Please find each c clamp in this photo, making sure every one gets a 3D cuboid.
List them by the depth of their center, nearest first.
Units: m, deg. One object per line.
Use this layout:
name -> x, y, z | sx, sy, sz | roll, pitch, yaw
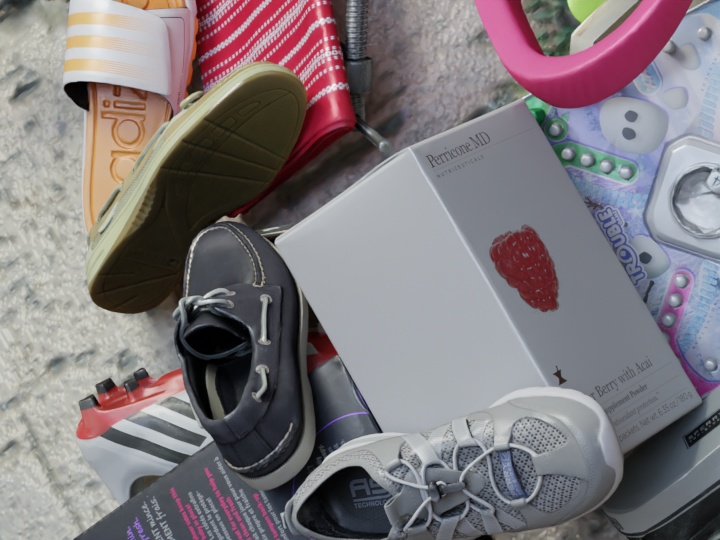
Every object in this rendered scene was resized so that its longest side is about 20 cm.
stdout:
c clamp -> -0.008, -0.181, 1.641 | 0.171, 0.027, 0.200 | -153, 61, -66

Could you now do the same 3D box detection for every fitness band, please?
fitness band -> 0.132, -0.173, 1.551 | 0.144, 0.037, 0.200 | -38, 34, 14

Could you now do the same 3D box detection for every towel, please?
towel -> -0.063, -0.147, 1.681 | 0.145, 0.022, 0.200 | -36, 60, 49

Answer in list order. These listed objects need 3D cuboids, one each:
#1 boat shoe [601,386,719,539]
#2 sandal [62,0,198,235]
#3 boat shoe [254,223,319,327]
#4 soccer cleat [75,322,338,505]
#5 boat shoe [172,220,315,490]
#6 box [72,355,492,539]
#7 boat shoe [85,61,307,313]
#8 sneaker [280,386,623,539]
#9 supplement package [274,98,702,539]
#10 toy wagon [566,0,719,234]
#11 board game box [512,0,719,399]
boat shoe -> 0.228, 0.093, 1.507 | 0.200, 0.064, 0.071 | -35, 26, 19
sandal -> -0.147, -0.107, 1.703 | 0.079, 0.059, 0.207 | 1, 94, 14
boat shoe -> 0.000, 0.000, 1.631 | 0.200, 0.065, 0.072 | -2, 77, 24
soccer cleat -> -0.078, 0.088, 1.644 | 0.200, 0.069, 0.085 | -17, 103, 21
boat shoe -> -0.072, 0.034, 1.559 | 0.073, 0.063, 0.200 | -31, 42, 16
box -> -0.044, 0.160, 1.588 | 0.200, 0.106, 0.122 | -35, 64, 13
boat shoe -> -0.105, -0.060, 1.649 | 0.201, 0.073, 0.063 | -53, 37, 32
sneaker -> 0.048, 0.116, 1.426 | 0.200, 0.082, 0.075 | -19, 95, 38
supplement package -> 0.071, 0.028, 1.511 | 0.120, 0.121, 0.200 | -34, 85, 39
toy wagon -> 0.183, -0.122, 1.593 | 0.155, 0.040, 0.200 | -43, 63, 9
board game box -> 0.194, -0.039, 1.536 | 0.200, 0.026, 0.200 | -27, 88, 16
